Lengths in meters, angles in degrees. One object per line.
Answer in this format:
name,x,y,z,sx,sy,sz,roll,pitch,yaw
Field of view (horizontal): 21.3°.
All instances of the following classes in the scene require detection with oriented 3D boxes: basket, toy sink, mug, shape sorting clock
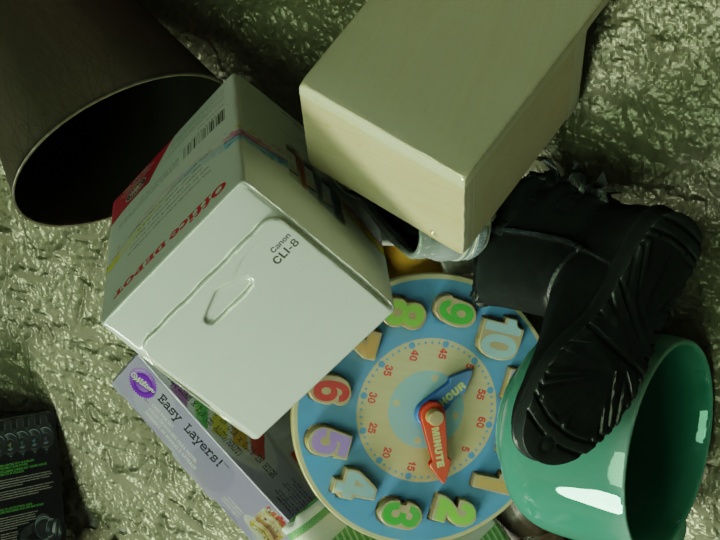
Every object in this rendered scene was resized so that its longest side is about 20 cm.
basket,-0.218,-0.156,1.441,0.200,0.180,0.136,56,163,30
toy sink,0.071,-0.135,1.275,0.130,0.200,0.112,30,159,17
mug,0.164,0.128,1.338,0.114,0.152,0.186,11,108,31
shape sorting clock,0.048,0.101,1.378,0.039,0.200,0.200,27,138,68

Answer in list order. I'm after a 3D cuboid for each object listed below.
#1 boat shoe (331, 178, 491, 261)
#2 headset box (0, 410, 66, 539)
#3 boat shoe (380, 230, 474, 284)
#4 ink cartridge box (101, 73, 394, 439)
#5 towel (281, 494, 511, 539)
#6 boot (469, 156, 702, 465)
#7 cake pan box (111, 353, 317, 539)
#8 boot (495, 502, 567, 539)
boat shoe,0.014,-0.080,1.348,0.201,0.071,0.070,52,136,37
headset box,-0.367,0.222,1.788,0.174,0.093,0.201,-4,91,38
boat shoe,0.000,0.000,1.445,0.200,0.070,0.071,-6,111,38
ink cartridge box,-0.081,-0.013,1.342,0.145,0.200,0.145,40,108,-20
towel,0.049,0.226,1.418,0.200,0.152,0.023,56,151,-8
boot,0.127,0.022,1.273,0.073,0.199,0.162,34,174,-32
cake pan box,-0.071,0.103,1.478,0.200,0.184,0.052,48,128,5
boot,0.073,0.167,1.489,0.186,0.064,0.200,-5,116,23
